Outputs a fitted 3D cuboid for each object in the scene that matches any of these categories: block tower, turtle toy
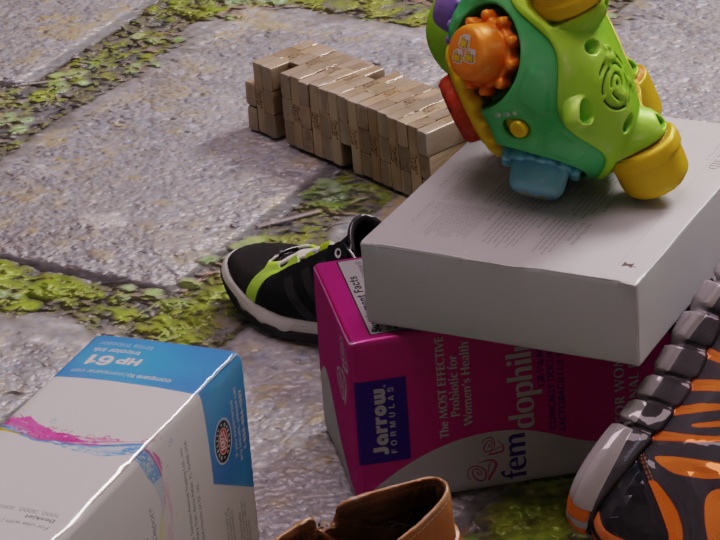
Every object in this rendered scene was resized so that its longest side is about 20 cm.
[{"bbox_3d":[0.005,-0.099,1.875,0.058,0.054,0.200,-25,32,-35],"label":"block tower"},{"bbox_3d":[0.089,-0.112,1.472,0.101,0.146,0.200,-25,25,6],"label":"turtle toy"}]

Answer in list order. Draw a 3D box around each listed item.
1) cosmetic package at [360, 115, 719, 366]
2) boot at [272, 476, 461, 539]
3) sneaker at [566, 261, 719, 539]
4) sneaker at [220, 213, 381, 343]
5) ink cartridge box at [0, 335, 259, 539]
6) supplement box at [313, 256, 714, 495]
[{"bbox_3d":[0.111,-0.025,1.479,0.151,0.052,0.200,7,28,27],"label":"cosmetic package"},{"bbox_3d":[0.037,0.155,1.236,0.074,0.155,0.200,20,35,41],"label":"boot"},{"bbox_3d":[0.199,0.073,1.413,0.112,0.078,0.200,31,81,20],"label":"sneaker"},{"bbox_3d":[0.000,0.000,1.639,0.200,0.083,0.072,19,34,39],"label":"sneaker"},{"bbox_3d":[-0.127,0.139,1.304,0.085,0.145,0.200,7,28,22],"label":"ink cartridge box"},{"bbox_3d":[0.083,0.046,1.513,0.200,0.101,0.103,-8,27,-8],"label":"supplement box"}]
